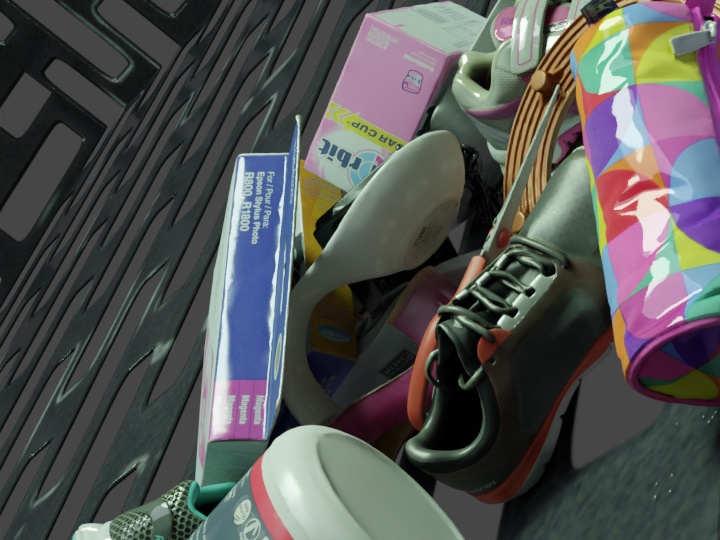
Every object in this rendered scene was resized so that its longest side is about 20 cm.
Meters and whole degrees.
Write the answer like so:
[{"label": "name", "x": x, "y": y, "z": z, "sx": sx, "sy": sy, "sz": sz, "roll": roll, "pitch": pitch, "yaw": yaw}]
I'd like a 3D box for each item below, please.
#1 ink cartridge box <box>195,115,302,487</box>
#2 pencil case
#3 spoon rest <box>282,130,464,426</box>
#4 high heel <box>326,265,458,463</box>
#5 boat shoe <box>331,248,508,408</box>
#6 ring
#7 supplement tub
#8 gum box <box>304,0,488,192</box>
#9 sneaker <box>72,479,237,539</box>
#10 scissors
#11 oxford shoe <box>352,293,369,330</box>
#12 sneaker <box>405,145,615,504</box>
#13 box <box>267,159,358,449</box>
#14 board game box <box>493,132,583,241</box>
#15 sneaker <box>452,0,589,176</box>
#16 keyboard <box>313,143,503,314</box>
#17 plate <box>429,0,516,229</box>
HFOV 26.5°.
[{"label": "ink cartridge box", "x": -0.073, "y": 0.036, "z": 0.949, "sx": 0.200, "sy": 0.043, "sz": 0.198, "roll": 107, "pitch": 168, "yaw": -59}, {"label": "pencil case", "x": 0.149, "y": -0.038, "z": 0.720, "sx": 0.088, "sy": 0.088, "sz": 0.202, "roll": -37, "pitch": 47, "yaw": 43}, {"label": "spoon rest", "x": 0.000, "y": 0.000, "z": 0.918, "sx": 0.099, "sy": 0.060, "sz": 0.201, "roll": -14, "pitch": -44, "yaw": -58}, {"label": "high heel", "x": 0.038, "y": 0.100, "z": 0.936, "sx": 0.067, "sy": 0.096, "sz": 0.201, "roll": -14, "pitch": -43, "yaw": -58}, {"label": "boat shoe", "x": 0.048, "y": 0.031, "z": 0.998, "sx": 0.200, "sy": 0.071, "sz": 0.068, "roll": -46, "pitch": 18, "yaw": 46}, {"label": "ring", "x": 0.146, "y": -0.063, "z": 0.826, "sx": 0.200, "sy": 0.019, "sz": 0.202, "roll": -18, "pitch": 65, "yaw": 46}, {"label": "supplement tub", "x": -0.045, "y": 0.192, "z": 0.781, "sx": 0.200, "sy": 0.140, "sz": 0.141, "roll": -49, "pitch": 17, "yaw": 13}, {"label": "gum box", "x": 0.043, "y": -0.123, "z": 1.089, "sx": 0.114, "sy": 0.066, "sz": 0.200, "roll": -66, "pitch": -14, "yaw": 20}, {"label": "sneaker", "x": -0.074, "y": 0.167, "z": 0.895, "sx": 0.091, "sy": 0.200, "sz": 0.078, "roll": -36, "pitch": 64, "yaw": 18}, {"label": "scissors", "x": 0.069, "y": -0.008, "z": 0.836, "sx": 0.014, "sy": 0.073, "sz": 0.202, "roll": 20, "pitch": 99, "yaw": 38}, {"label": "oxford shoe", "x": -0.004, "y": 0.018, "z": 1.157, "sx": 0.074, "sy": 0.071, "sz": 0.201, "roll": -25, "pitch": 32, "yaw": 47}, {"label": "sneaker", "x": 0.083, "y": 0.026, "z": 0.796, "sx": 0.077, "sy": 0.081, "sz": 0.202, "roll": 25, "pitch": 97, "yaw": 51}, {"label": "box", "x": -0.047, "y": 0.035, "z": 1.063, "sx": 0.119, "sy": 0.041, "sz": 0.201, "roll": -55, "pitch": 31, "yaw": 40}, {"label": "board game box", "x": 0.178, "y": -0.094, "z": 0.936, "sx": 0.154, "sy": 0.040, "sz": 0.200, "roll": -60, "pitch": 18, "yaw": -22}, {"label": "sneaker", "x": 0.126, "y": -0.132, "z": 0.927, "sx": 0.200, "sy": 0.088, "sz": 0.082, "roll": -37, "pitch": 22, "yaw": 41}, {"label": "keyboard", "x": 0.042, "y": -0.028, "z": 1.001, "sx": 0.127, "sy": 0.021, "sz": 0.200, "roll": -42, "pitch": -24, "yaw": -2}, {"label": "plate", "x": 0.110, "y": -0.136, "z": 1.102, "sx": 0.201, "sy": 0.032, "sz": 0.200, "roll": -58, "pitch": -13, "yaw": -17}]
